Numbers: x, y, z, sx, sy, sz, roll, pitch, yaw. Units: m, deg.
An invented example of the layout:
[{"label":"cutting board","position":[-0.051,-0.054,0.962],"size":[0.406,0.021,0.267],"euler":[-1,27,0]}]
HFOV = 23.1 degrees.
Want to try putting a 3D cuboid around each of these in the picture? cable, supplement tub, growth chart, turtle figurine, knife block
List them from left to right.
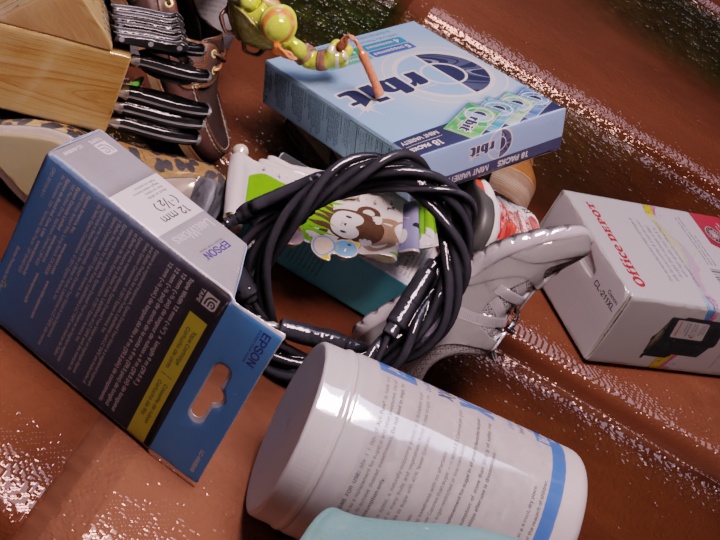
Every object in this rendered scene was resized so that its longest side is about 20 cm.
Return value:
[{"label":"knife block","position":[-0.220,-0.144,1.347],"size":[0.176,0.200,0.064],"euler":[61,7,-33]},{"label":"turtle figurine","position":[-0.077,-0.206,1.457],"size":[0.200,0.064,0.161],"euler":[35,5,-24]},{"label":"growth chart","position":[-0.017,-0.049,1.400],"size":[0.200,0.018,0.145],"euler":[9,33,-17]},{"label":"cable","position":[0.000,0.000,1.306],"size":[0.051,0.200,0.163],"euler":[157,-89,-84]},{"label":"supplement tub","position":[0.039,0.144,1.184],"size":[0.200,0.132,0.132],"euler":[26,32,-11]}]

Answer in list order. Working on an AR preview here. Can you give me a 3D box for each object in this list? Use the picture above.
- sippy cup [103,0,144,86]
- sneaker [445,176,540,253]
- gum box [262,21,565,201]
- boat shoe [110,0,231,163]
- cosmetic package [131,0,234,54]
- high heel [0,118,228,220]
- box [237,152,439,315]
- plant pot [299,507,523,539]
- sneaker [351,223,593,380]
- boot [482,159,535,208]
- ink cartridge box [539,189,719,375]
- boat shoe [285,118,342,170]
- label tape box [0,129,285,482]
[{"label":"sippy cup","position":[-0.258,-0.213,1.442],"size":[0.139,0.178,0.130],"euler":[-7,13,18]},{"label":"sneaker","position":[0.115,-0.036,1.506],"size":[0.108,0.067,0.201],"euler":[26,5,-15]},{"label":"gum box","position":[0.044,-0.141,1.496],"size":[0.170,0.045,0.200],"euler":[-19,41,-34]},{"label":"boat shoe","position":[-0.146,-0.182,1.443],"size":[0.070,0.070,0.200],"euler":[-85,154,-66]},{"label":"cosmetic package","position":[-0.142,-0.275,1.546],"size":[0.101,0.200,0.071],"euler":[8,37,-34]},{"label":"high heel","position":[-0.199,-0.079,1.374],"size":[0.200,0.071,0.143],"euler":[24,18,-3]},{"label":"box","position":[-0.001,-0.013,1.445],"size":[0.200,0.049,0.082],"euler":[31,31,0]},{"label":"plant pot","position":[0.038,0.235,1.020],"size":[0.188,0.200,0.200],"euler":[21,30,12]},{"label":"sneaker","position":[0.096,0.029,1.372],"size":[0.082,0.200,0.075],"euler":[61,3,0]},{"label":"boot","position":[0.079,-0.127,1.654],"size":[0.200,0.074,0.155],"euler":[37,31,-14]},{"label":"ink cartridge box","position":[0.267,0.013,1.604],"size":[0.200,0.083,0.146],"euler":[8,39,-33]},{"label":"boat shoe","position":[-0.004,-0.097,1.542],"size":[0.072,0.066,0.201],"euler":[-19,51,-28]},{"label":"label tape box","position":[-0.144,0.024,1.184],"size":[0.200,0.143,0.066],"euler":[37,33,10]}]
